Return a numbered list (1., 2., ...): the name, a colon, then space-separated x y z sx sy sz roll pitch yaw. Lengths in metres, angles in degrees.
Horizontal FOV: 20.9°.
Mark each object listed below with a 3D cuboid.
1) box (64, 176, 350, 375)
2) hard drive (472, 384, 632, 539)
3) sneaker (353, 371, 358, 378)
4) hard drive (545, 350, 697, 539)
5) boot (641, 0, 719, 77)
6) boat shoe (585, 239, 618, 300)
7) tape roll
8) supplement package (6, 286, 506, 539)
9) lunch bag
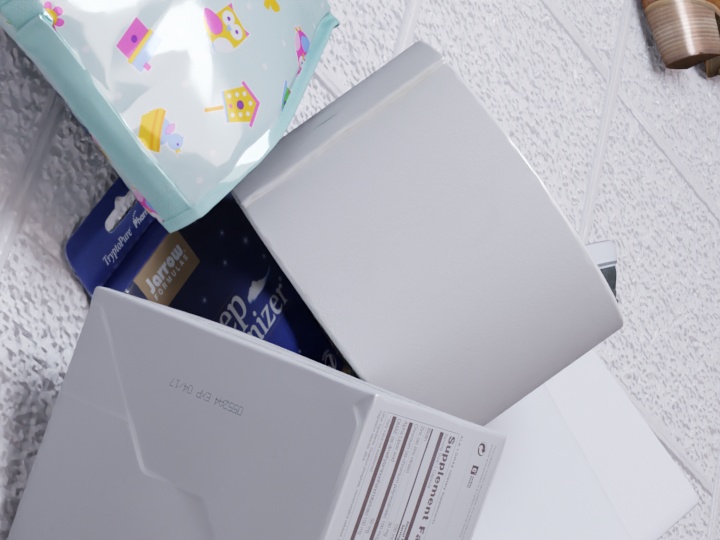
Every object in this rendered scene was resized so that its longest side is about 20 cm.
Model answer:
1. box: -0.085 0.029 1.138 0.200 0.032 0.121 57 40 -24
2. hard drive: 0.095 0.154 1.172 0.132 0.025 0.200 -6 52 -31
3. sneaker: 0.000 0.000 1.243 0.077 0.076 0.200 -1 82 -27
4. hard drive: 0.122 0.145 1.266 0.200 0.025 0.132 -31 84 -42
5. boot: 0.305 -0.254 1.729 0.200 0.077 0.155 -4 79 -47
6. boat shoe: 0.137 0.017 1.411 0.200 0.069 0.057 -14 91 -56
7. tape roll: 0.035 -0.010 1.106 0.203 0.139 0.203 54 0 0
8. supplement package: -0.056 0.116 0.969 0.111 0.200 0.156 21 88 -48
9. lunch bag: -0.116 -0.134 1.067 0.170 0.122 0.200 55 35 -23
